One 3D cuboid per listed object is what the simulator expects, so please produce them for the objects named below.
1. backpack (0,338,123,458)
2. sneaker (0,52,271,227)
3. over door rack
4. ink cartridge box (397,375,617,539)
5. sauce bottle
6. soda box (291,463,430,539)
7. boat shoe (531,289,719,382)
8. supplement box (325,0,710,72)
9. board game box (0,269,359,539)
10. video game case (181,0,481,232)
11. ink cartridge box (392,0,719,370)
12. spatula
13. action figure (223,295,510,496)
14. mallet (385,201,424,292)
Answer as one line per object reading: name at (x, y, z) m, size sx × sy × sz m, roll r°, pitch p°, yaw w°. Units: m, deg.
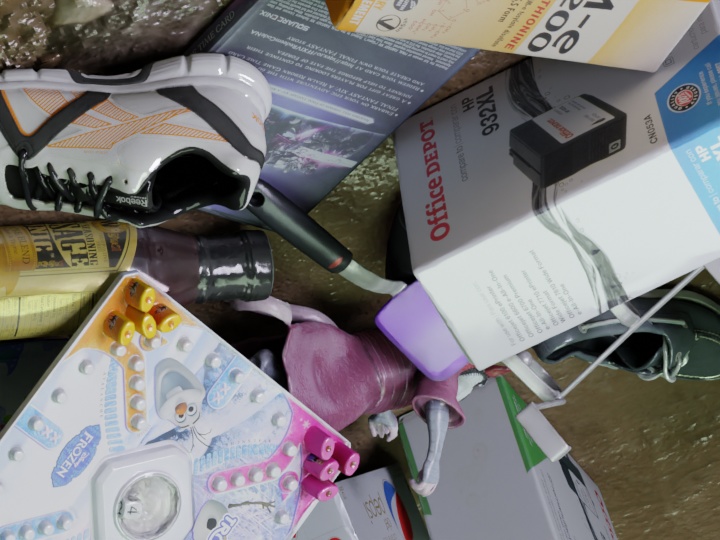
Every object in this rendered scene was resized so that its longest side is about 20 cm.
backpack at (-0.186, 0.141, 1.693) m, size 0.182 × 0.148 × 0.201 m, roll -10°, pitch 140°, yaw 10°
sneaker at (-0.144, -0.060, 1.485) m, size 0.198 × 0.080 × 0.074 m, roll -10°, pitch 141°, yaw 4°
over door rack at (0.144, 0.021, 1.627) m, size 0.148 × 0.067 × 0.200 m, roll -44°, pitch -177°, yaw 7°
ink cartridge box at (0.113, 0.181, 1.901) m, size 0.083 × 0.147 × 0.200 m, roll -25°, pitch 147°, yaw 11°
sauce bottle at (-0.149, 0.003, 1.604) m, size 0.199 × 0.066 × 0.066 m, roll -5°, pitch 145°, yaw -20°
soda box at (-0.012, 0.170, 1.827) m, size 0.068 × 0.064 × 0.200 m, roll -24°, pitch 175°, yaw 11°
boat shoe at (0.173, 0.048, 1.808) m, size 0.199 × 0.062 × 0.073 m, roll 19°, pitch 134°, yaw -41°
supplement box at (0.090, -0.175, 1.440) m, size 0.199 × 0.074 × 0.126 m, roll 4°, pitch 142°, yaw -29°
board game box at (-0.119, 0.133, 1.606) m, size 0.200 × 0.026 × 0.200 m, roll 40°, pitch 83°, yaw -35°
video game case at (-0.036, -0.097, 1.549) m, size 0.142 × 0.019 × 0.200 m, roll 16°, pitch 135°, yaw -39°
ink cartridge box at (0.125, -0.054, 1.552) m, size 0.199 × 0.146 × 0.084 m, roll -26°, pitch 125°, yaw 14°
spatula at (0.000, 0.000, 1.639) m, size 0.056 × 0.021 × 0.200 m, roll -37°, pitch 130°, yaw 21°
action figure at (0.001, 0.057, 1.748) m, size 0.199 × 0.134 × 0.150 m, roll -15°, pitch 105°, yaw -26°
mallet at (0.107, -0.021, 1.708) m, size 0.199 × 0.041 × 0.066 m, roll -6°, pitch 144°, yaw -22°
